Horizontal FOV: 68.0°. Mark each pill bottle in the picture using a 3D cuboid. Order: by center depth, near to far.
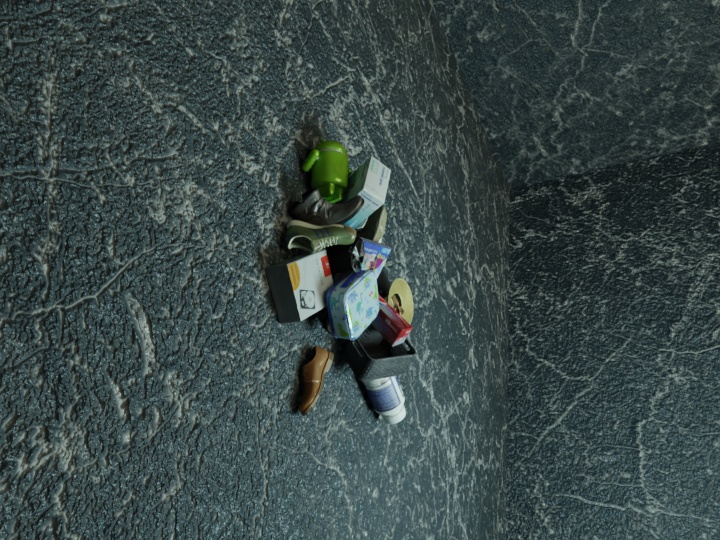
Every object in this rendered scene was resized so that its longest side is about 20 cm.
[{"bbox_3d":[0.081,0.404,1.769,0.111,0.110,0.202,-53,128,-52],"label":"pill bottle"}]

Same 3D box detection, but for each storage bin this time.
[{"bbox_3d":[0.057,0.256,1.670,0.198,0.095,0.136,0,39,-39],"label":"storage bin"}]

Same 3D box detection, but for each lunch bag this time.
[{"bbox_3d":[-0.019,0.092,1.553,0.200,0.081,0.163,-42,130,-51],"label":"lunch bag"}]

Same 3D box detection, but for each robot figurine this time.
[{"bbox_3d":[-0.095,-0.309,1.646,0.174,0.115,0.203,17,66,-46],"label":"robot figurine"}]

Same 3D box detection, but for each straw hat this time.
[{"bbox_3d":[0.111,0.131,1.929,0.200,0.084,0.205,16,71,-55],"label":"straw hat"}]

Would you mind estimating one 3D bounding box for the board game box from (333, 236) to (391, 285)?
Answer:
[{"bbox_3d":[0.000,0.000,1.697,0.199,0.041,0.202,8,110,-60],"label":"board game box"}]

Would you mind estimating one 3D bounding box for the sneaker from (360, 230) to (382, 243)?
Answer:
[{"bbox_3d":[0.032,-0.097,1.861,0.087,0.075,0.203,-20,96,-54],"label":"sneaker"}]

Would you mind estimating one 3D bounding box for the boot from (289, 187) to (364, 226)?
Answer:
[{"bbox_3d":[-0.094,-0.186,1.531,0.132,0.199,0.070,54,-5,-22],"label":"boot"}]

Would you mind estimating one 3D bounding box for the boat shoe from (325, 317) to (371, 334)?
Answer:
[{"bbox_3d":[-0.044,0.161,1.668,0.199,0.072,0.069,23,36,-51],"label":"boat shoe"}]

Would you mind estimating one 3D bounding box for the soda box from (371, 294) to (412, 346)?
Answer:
[{"bbox_3d":[0.068,0.144,1.688,0.200,0.071,0.063,44,28,27],"label":"soda box"}]

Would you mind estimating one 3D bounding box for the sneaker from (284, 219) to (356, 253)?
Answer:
[{"bbox_3d":[-0.114,-0.081,1.478,0.068,0.197,0.091,99,-2,-49],"label":"sneaker"}]

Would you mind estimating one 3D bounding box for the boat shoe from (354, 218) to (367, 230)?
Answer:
[{"bbox_3d":[-0.001,-0.207,1.811,0.061,0.074,0.202,76,16,-52],"label":"boat shoe"}]

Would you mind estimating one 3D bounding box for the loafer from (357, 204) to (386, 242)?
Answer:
[{"bbox_3d":[0.046,-0.128,1.802,0.068,0.075,0.202,39,70,-50],"label":"loafer"}]

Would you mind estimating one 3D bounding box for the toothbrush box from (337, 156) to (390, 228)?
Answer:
[{"bbox_3d":[-0.003,-0.235,1.667,0.085,0.199,0.148,31,51,-23],"label":"toothbrush box"}]

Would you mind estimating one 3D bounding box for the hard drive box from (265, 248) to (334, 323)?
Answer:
[{"bbox_3d":[-0.159,0.039,1.473,0.200,0.076,0.158,-29,108,-60],"label":"hard drive box"}]

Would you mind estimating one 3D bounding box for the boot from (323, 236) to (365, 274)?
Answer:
[{"bbox_3d":[-0.061,-0.078,1.586,0.076,0.166,0.203,29,57,-49],"label":"boot"}]

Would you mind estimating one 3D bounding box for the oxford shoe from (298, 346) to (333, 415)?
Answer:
[{"bbox_3d":[-0.138,0.301,1.467,0.071,0.071,0.202,33,49,-18],"label":"oxford shoe"}]
